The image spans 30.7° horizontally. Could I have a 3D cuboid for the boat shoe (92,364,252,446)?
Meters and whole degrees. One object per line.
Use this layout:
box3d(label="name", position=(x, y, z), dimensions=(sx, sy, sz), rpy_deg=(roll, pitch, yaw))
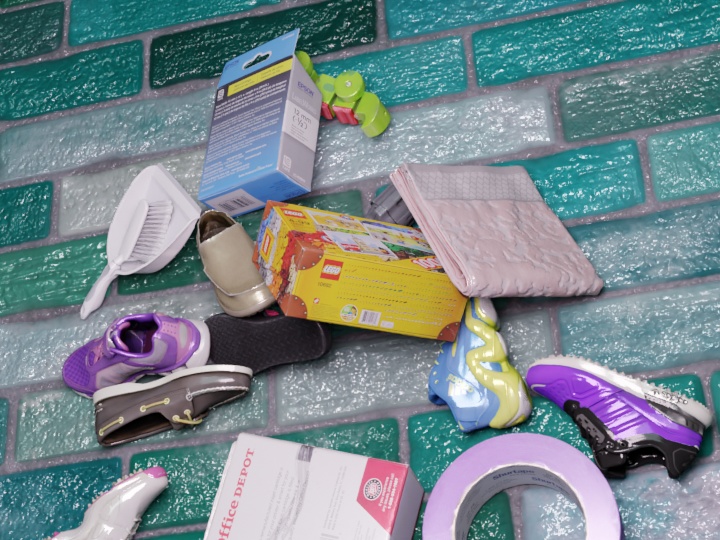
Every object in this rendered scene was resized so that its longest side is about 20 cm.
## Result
box3d(label="boat shoe", position=(-0.213, 0.155, 1.498), dimensions=(0.199, 0.072, 0.061), rpy_deg=(-14, 64, 18))

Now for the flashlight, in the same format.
box3d(label="flashlight", position=(-0.013, -0.014, 1.528), dimensions=(0.200, 0.068, 0.068), rpy_deg=(-44, 27, -13))

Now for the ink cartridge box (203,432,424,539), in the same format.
box3d(label="ink cartridge box", position=(-0.050, 0.267, 1.379), dimensions=(0.198, 0.084, 0.147), rpy_deg=(8, 66, 21))

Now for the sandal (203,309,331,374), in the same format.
box3d(label="sandal", position=(-0.102, 0.077, 1.494), dimensions=(0.199, 0.045, 0.076), rpy_deg=(-7, 104, 39))

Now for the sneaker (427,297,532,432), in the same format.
box3d(label="sneaker", position=(0.108, 0.086, 1.430), dimensions=(0.104, 0.076, 0.201), rpy_deg=(-23, 60, 5))

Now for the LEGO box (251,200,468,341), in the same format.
box3d(label="LEGO box", position=(0.000, 0.000, 1.411), dimensions=(0.149, 0.198, 0.078), rpy_deg=(-129, 53, -61))

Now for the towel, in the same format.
box3d(label="towel", position=(0.150, -0.046, 1.435), dimensions=(0.032, 0.198, 0.192), rpy_deg=(-58, 47, 36))

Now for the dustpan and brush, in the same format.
box3d(label="dustpan and brush", position=(-0.283, -0.022, 1.609), dimensions=(0.140, 0.057, 0.201), rpy_deg=(44, 113, 44))

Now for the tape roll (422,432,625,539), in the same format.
box3d(label="tape roll", position=(0.165, 0.270, 1.324), dimensions=(0.198, 0.066, 0.202), rpy_deg=(-7, 61, 13))

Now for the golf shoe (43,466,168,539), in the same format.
box3d(label="golf shoe", position=(-0.281, 0.302, 1.449), dimensions=(0.200, 0.075, 0.092), rpy_deg=(-41, 75, -4))

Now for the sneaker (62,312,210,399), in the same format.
box3d(label="sneaker", position=(-0.275, 0.091, 1.523), dimensions=(0.198, 0.088, 0.081), rpy_deg=(-16, 64, 26))

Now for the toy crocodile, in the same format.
box3d(label="toy crocodile", position=(-0.045, -0.220, 1.638), dimensions=(0.199, 0.068, 0.062), rpy_deg=(24, 74, 26))

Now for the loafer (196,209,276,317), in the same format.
box3d(label="loafer", position=(-0.151, -0.011, 1.520), dimensions=(0.075, 0.069, 0.200), rpy_deg=(-31, 32, -12))

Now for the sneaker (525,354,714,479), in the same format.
box3d(label="sneaker", position=(0.253, 0.157, 1.353), dimensions=(0.198, 0.070, 0.100), rpy_deg=(17, 72, 24))

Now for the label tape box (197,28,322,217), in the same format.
box3d(label="label tape box", position=(-0.118, -0.179, 1.611), dimensions=(0.142, 0.066, 0.202), rpy_deg=(-16, 55, 39))
